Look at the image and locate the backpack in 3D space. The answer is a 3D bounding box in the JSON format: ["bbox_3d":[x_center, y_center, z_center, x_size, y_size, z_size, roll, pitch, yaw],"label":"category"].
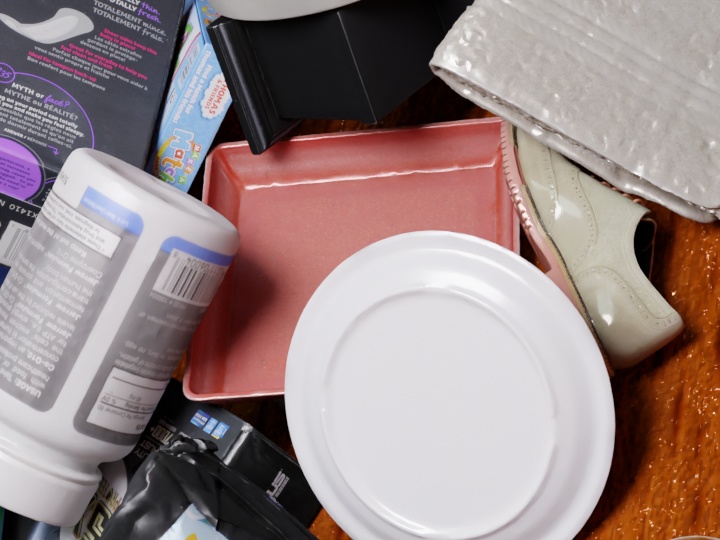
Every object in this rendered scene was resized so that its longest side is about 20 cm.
[{"bbox_3d":[-0.053,0.199,1.321,0.154,0.200,0.163,-60,-2,-4],"label":"backpack"}]

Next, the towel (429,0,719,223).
[{"bbox_3d":[0.156,-0.119,1.398,0.200,0.034,0.133,30,74,5],"label":"towel"}]

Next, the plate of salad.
[{"bbox_3d":[0.051,0.075,1.363,0.199,0.048,0.201,5,102,25],"label":"plate of salad"}]

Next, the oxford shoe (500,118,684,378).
[{"bbox_3d":[0.133,-0.024,1.417,0.074,0.071,0.200,-23,56,9],"label":"oxford shoe"}]

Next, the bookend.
[{"bbox_3d":[0.050,-0.155,1.497,0.200,0.092,0.199,4,33,42],"label":"bookend"}]

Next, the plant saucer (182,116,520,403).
[{"bbox_3d":[0.000,0.000,1.478,0.199,0.037,0.201,-5,51,9],"label":"plant saucer"}]

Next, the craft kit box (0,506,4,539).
[{"bbox_3d":[-0.300,0.163,1.534,0.197,0.048,0.200,-39,31,25],"label":"craft kit box"}]

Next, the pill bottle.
[{"bbox_3d":[-0.162,0.040,1.429,0.114,0.114,0.200,34,98,48],"label":"pill bottle"}]

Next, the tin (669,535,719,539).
[{"bbox_3d":[0.131,0.204,1.264,0.199,0.042,0.112,-19,53,29],"label":"tin"}]

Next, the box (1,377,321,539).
[{"bbox_3d":[-0.143,0.146,1.504,0.200,0.086,0.164,28,81,48],"label":"box"}]

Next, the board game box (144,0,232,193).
[{"bbox_3d":[-0.127,-0.105,1.625,0.152,0.036,0.200,-63,16,15],"label":"board game box"}]

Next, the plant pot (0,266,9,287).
[{"bbox_3d":[-0.311,-0.056,1.708,0.179,0.200,0.201,15,79,41],"label":"plant pot"}]

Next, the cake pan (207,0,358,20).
[{"bbox_3d":[-0.017,-0.207,1.495,0.200,0.037,0.200,-16,26,8],"label":"cake pan"}]

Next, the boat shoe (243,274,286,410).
[{"bbox_3d":[-0.068,0.032,1.540,0.200,0.064,0.071,25,78,47],"label":"boat shoe"}]

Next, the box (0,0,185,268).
[{"bbox_3d":[-0.197,-0.106,1.562,0.106,0.122,0.200,-53,20,46],"label":"box"}]
